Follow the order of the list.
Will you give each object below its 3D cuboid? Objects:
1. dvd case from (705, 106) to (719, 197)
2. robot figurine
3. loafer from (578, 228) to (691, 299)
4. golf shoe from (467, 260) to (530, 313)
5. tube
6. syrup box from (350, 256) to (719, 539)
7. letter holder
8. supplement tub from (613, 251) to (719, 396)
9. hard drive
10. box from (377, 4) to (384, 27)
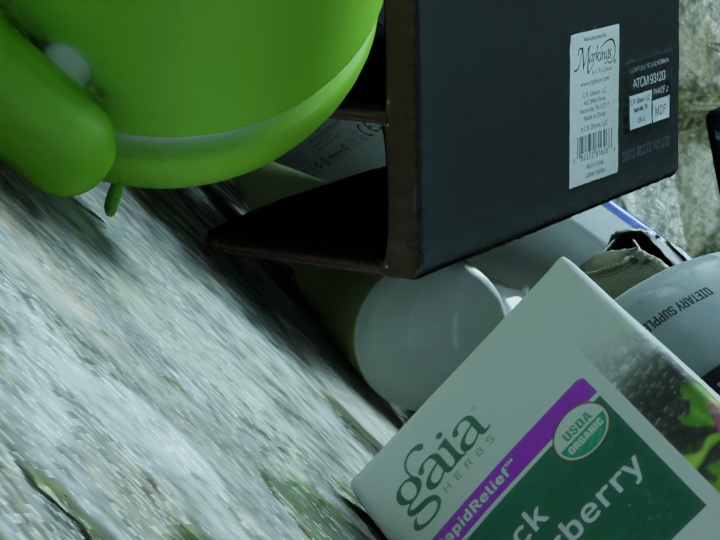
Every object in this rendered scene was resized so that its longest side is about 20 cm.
[{"bbox_3d":[0.161,0.056,0.903,0.143,0.018,0.200,-145,-142,-63],"label":"dvd case"},{"bbox_3d":[-0.048,-0.100,0.736,0.116,0.176,0.200,20,-34,10],"label":"robot figurine"},{"bbox_3d":[0.098,0.029,1.028,0.075,0.070,0.200,44,4,7],"label":"loafer"},{"bbox_3d":[0.099,0.042,1.225,0.200,0.092,0.075,43,5,8],"label":"golf shoe"},{"bbox_3d":[0.000,0.000,1.025,0.200,0.052,0.058,-135,-145,-71],"label":"tube"},{"bbox_3d":[0.086,0.088,0.668,0.081,0.079,0.200,40,5,-40],"label":"syrup box"},{"bbox_3d":[0.003,-0.069,0.991,0.142,0.101,0.200,5,13,28],"label":"letter holder"},{"bbox_3d":[0.136,0.095,0.794,0.200,0.123,0.123,46,4,39],"label":"supplement tub"},{"bbox_3d":[0.029,-0.037,1.256,0.200,0.025,0.132,35,-23,-12],"label":"hard drive"},{"bbox_3d":[0.025,-0.122,1.187,0.119,0.041,0.200,37,-13,19],"label":"box"}]
